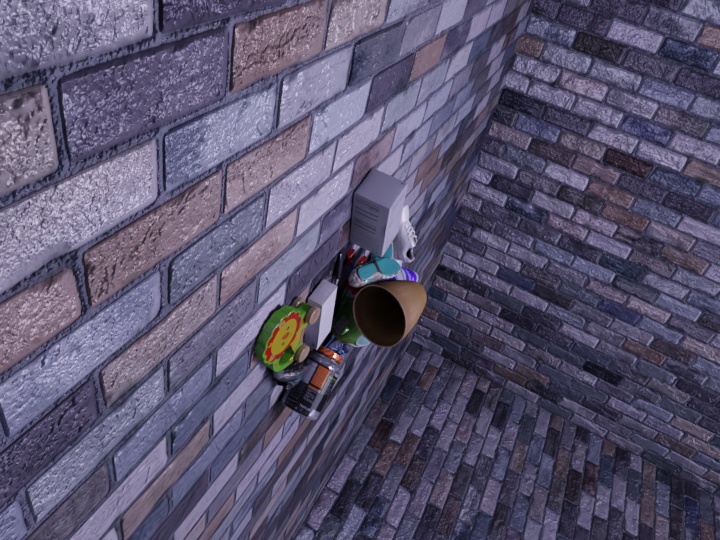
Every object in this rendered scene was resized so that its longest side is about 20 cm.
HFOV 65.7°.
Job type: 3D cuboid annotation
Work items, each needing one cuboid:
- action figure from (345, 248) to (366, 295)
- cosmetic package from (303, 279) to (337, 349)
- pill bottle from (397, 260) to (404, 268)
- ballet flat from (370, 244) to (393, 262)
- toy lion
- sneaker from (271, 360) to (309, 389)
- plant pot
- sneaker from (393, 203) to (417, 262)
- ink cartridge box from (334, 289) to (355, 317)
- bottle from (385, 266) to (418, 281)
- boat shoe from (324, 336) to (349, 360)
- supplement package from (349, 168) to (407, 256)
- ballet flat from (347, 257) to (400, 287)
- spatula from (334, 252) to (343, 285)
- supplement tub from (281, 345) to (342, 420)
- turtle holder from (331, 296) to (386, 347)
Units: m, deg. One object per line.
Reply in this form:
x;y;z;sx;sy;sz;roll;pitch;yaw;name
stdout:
0.000;0.000;1.722;0.099;0.065;0.201;-45;158;-32;action figure
-0.113;0.124;1.538;0.083;0.050;0.201;-51;161;-40;cosmetic package
0.095;-0.005;1.924;0.112;0.111;0.202;-42;135;-59;pill bottle
0.068;-0.080;1.756;0.070;0.068;0.203;71;22;-71;ballet flat
-0.184;0.163;1.331;0.191;0.068;0.202;-35;149;-52;toy lion
-0.188;0.281;1.477;0.080;0.075;0.200;-63;167;2;sneaker
0.108;0.102;1.656;0.199;0.185;0.188;-27;142;-49;plant pot
0.146;-0.119;1.795;0.074;0.087;0.202;-27;126;-37;sneaker
-0.021;0.083;1.855;0.202;0.039;0.099;-63;167;-5;ink cartridge box
0.125;0.030;1.822;0.199;0.065;0.085;-4;76;-57;bottle
-0.060;0.244;1.845;0.200;0.069;0.084;-45;167;-9;boat shoe
0.047;-0.157;1.528;0.114;0.109;0.201;-55;164;-34;supplement package
0.035;0.006;1.646;0.199;0.076;0.064;-11;161;-46;ballet flat
-0.072;0.032;1.601;0.057;0.020;0.202;-44;155;-53;spatula
-0.139;0.326;1.646;0.201;0.122;0.123;-62;166;-12;supplement tub
-0.003;0.151;1.752;0.132;0.140;0.187;40;63;-33;turtle holder
